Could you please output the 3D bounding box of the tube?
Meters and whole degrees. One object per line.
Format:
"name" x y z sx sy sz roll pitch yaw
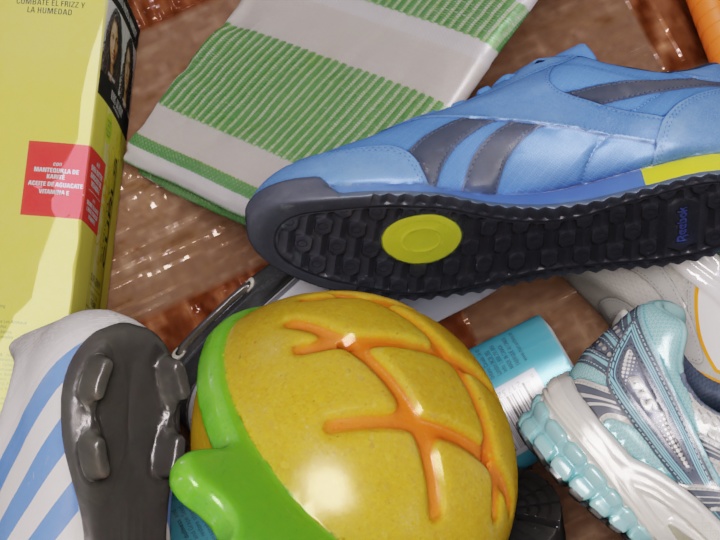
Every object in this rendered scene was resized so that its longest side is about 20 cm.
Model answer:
"tube" 0.000 0.088 0.794 0.199 0.050 0.078 -29 70 -1

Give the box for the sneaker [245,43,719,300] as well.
"sneaker" 0.054 -0.041 0.735 0.199 0.066 0.079 -7 56 -4

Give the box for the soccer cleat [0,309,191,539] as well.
"soccer cleat" -0.107 0.115 0.718 0.070 0.086 0.201 9 85 -39

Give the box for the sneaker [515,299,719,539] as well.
"sneaker" 0.159 0.089 0.716 0.200 0.078 0.086 37 100 -4

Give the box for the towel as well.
"towel" 0.003 -0.102 0.812 0.152 0.023 0.200 25 76 44

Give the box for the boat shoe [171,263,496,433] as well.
"boat shoe" 0.000 0.000 0.805 0.200 0.069 0.057 -39 37 -15

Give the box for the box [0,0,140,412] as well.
"box" -0.131 -0.021 0.810 0.050 0.075 0.201 5 76 4

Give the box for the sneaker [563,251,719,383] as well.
"sneaker" 0.139 0.051 0.782 0.200 0.076 0.092 39 86 12

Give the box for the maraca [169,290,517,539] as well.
"maraca" -0.005 0.074 0.682 0.137 0.200 0.107 37 111 -5

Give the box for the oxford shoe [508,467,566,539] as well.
"oxford shoe" 0.006 0.166 0.747 0.200 0.085 0.073 -32 42 -18

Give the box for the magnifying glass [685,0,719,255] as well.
"magnifying glass" 0.164 -0.058 0.798 0.079 0.022 0.201 6 54 -26
